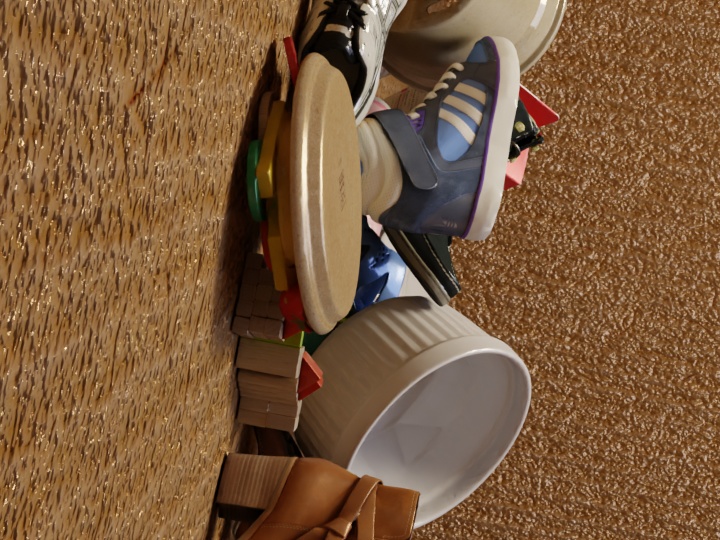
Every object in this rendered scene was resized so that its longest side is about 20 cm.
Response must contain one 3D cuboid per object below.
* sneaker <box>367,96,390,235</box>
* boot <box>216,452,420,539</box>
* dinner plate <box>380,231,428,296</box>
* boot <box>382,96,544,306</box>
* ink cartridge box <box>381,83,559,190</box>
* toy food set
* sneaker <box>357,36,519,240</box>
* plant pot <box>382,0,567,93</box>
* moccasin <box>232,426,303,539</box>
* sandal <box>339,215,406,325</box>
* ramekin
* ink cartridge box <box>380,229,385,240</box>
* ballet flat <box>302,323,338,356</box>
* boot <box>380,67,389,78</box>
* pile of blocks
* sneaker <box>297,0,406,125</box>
[{"bbox_3d":[-0.009,-0.057,1.593,0.105,0.075,0.201,-87,-169,-79],"label":"sneaker"},{"bbox_3d":[-0.042,0.240,1.311,0.077,0.155,0.201,92,9,-67],"label":"boot"},{"bbox_3d":[0.055,0.052,1.756,0.200,0.024,0.201,-6,90,-69],"label":"dinner plate"},{"bbox_3d":[0.087,-0.078,1.487,0.074,0.153,0.204,55,9,-46],"label":"boot"},{"bbox_3d":[0.078,-0.120,1.676,0.200,0.116,0.067,-21,-135,45],"label":"ink cartridge box"},{"bbox_3d":[-0.035,-0.057,1.210,0.200,0.048,0.199,-79,165,-51],"label":"toy food set"},{"bbox_3d":[0.044,-0.121,1.411,0.081,0.146,0.201,117,-15,-58],"label":"sneaker"},{"bbox_3d":[0.066,-0.259,1.506,0.183,0.200,0.201,5,95,-75],"label":"plant pot"},{"bbox_3d":[-0.073,0.214,1.423,0.074,0.077,0.202,62,17,-59],"label":"moccasin"},{"bbox_3d":[0.000,0.000,1.522,0.079,0.087,0.201,-138,-144,-63],"label":"sandal"},{"bbox_3d":[0.036,0.116,1.482,0.105,0.200,0.201,45,-37,37],"label":"ramekin"},{"bbox_3d":[-0.019,0.033,1.739,0.200,0.068,0.115,-76,173,-46],"label":"ink cartridge box"},{"bbox_3d":[-0.041,-0.003,1.440,0.200,0.068,0.073,96,-14,-49],"label":"ballet flat"},{"bbox_3d":[0.045,-0.310,1.785,0.200,0.064,0.187,91,22,-48],"label":"boot"},{"bbox_3d":[-0.056,0.055,1.313,0.200,0.062,0.082,95,7,-58],"label":"pile of blocks"},{"bbox_3d":[-0.004,-0.191,1.308,0.088,0.075,0.201,-67,166,-74],"label":"sneaker"}]
